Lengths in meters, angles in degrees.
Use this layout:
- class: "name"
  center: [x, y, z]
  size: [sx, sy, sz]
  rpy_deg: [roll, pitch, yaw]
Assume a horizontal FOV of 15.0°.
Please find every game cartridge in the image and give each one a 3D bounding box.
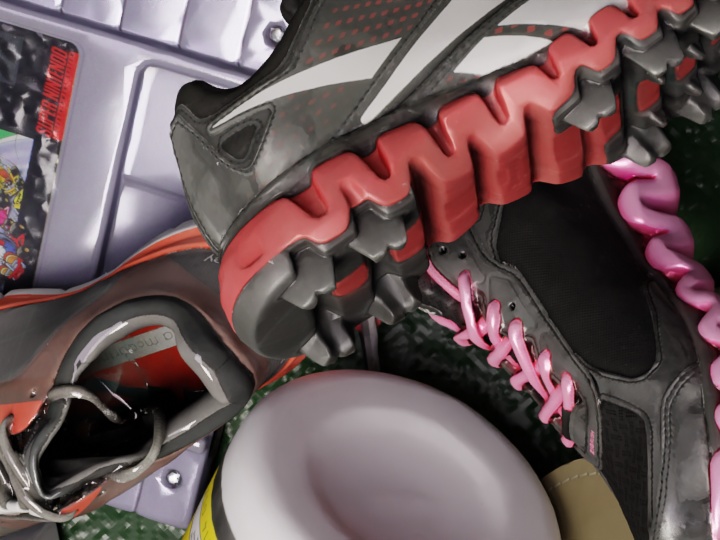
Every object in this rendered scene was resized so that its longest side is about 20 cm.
- class: "game cartridge"
  center: [-0.095, -0.021, 0.926]
  size: [0.129, 0.038, 0.200]
  rpy_deg: [15, 111, 4]

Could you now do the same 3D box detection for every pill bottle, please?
- class: "pill bottle"
  center: [-0.021, 0.137, 0.904]
  size: [0.112, 0.112, 0.200]
  rpy_deg: [30, 127, 3]

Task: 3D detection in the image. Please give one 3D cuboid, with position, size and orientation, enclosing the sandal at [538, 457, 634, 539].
- class: "sandal"
  center: [0.077, 0.132, 0.916]
  size: [0.069, 0.078, 0.212]
  rpy_deg: [2, 138, -29]

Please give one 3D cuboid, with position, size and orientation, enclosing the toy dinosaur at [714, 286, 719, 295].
- class: "toy dinosaur"
  center: [0.131, 0.039, 0.877]
  size: [0.200, 0.077, 0.102]
  rpy_deg: [-19, 104, 50]

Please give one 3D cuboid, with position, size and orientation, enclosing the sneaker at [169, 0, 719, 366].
- class: "sneaker"
  center: [0.031, -0.060, 0.785]
  size: [0.200, 0.071, 0.098]
  rpy_deg: [-31, 66, -11]

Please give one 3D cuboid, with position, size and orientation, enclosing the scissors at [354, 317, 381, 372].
- class: "scissors"
  center: [0.000, 0.000, 0.904]
  size: [0.014, 0.073, 0.200]
  rpy_deg: [-14, 136, -7]

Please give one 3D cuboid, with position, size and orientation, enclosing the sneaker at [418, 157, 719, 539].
- class: "sneaker"
  center: [0.057, 0.012, 0.816]
  size: [0.095, 0.200, 0.079]
  rpy_deg: [-8, 142, -9]

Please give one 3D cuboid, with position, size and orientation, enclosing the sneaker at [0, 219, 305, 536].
- class: "sneaker"
  center: [-0.106, 0.048, 0.886]
  size: [0.200, 0.082, 0.077]
  rpy_deg: [-32, 104, 30]

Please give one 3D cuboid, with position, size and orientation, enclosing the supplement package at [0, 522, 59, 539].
- class: "supplement package"
  center: [-0.158, 0.201, 0.970]
  size: [0.113, 0.110, 0.201]
  rpy_deg: [-5, 108, 16]
